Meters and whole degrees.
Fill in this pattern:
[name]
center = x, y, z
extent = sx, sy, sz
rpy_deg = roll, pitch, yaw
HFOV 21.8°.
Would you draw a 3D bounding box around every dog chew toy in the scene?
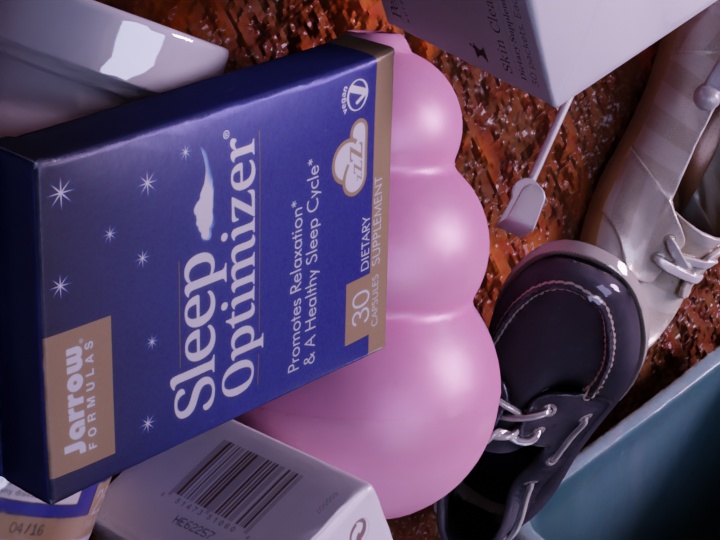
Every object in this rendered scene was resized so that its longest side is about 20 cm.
[dog chew toy]
center = 0.000, 0.000, 0.787
extent = 0.124, 0.124, 0.200
rpy_deg = -6, 103, -38

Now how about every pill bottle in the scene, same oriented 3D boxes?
[pill bottle]
center = -0.124, -0.003, 0.681
extent = 0.116, 0.116, 0.200
rpy_deg = 14, 99, -42

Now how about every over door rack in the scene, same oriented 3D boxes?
[over door rack]
center = 0.160, -0.068, 0.861
extent = 0.148, 0.067, 0.200
rpy_deg = 25, 70, -1

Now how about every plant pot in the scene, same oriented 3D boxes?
[plant pot]
center = 0.207, 0.195, 0.990
extent = 0.196, 0.196, 0.200
rpy_deg = -32, 142, -26

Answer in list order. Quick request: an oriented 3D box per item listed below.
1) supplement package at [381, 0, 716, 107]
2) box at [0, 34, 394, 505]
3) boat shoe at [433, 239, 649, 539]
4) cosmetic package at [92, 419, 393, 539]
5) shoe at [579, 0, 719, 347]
[supplement package]
center = 0.074, -0.194, 0.685
extent = 0.156, 0.111, 0.200
rpy_deg = -33, 128, -18
[box]
center = -0.064, 0.000, 0.634
extent = 0.200, 0.032, 0.121
rpy_deg = -22, 123, -42
[boat shoe]
center = 0.078, 0.066, 0.851
extent = 0.200, 0.073, 0.063
rpy_deg = 108, 9, -51
[cosmetic package]
center = -0.028, 0.158, 0.767
extent = 0.074, 0.102, 0.200
rpy_deg = -43, 134, -29
[shoe]
center = 0.162, -0.045, 0.939
extent = 0.070, 0.053, 0.200
rpy_deg = 9, 102, -41
